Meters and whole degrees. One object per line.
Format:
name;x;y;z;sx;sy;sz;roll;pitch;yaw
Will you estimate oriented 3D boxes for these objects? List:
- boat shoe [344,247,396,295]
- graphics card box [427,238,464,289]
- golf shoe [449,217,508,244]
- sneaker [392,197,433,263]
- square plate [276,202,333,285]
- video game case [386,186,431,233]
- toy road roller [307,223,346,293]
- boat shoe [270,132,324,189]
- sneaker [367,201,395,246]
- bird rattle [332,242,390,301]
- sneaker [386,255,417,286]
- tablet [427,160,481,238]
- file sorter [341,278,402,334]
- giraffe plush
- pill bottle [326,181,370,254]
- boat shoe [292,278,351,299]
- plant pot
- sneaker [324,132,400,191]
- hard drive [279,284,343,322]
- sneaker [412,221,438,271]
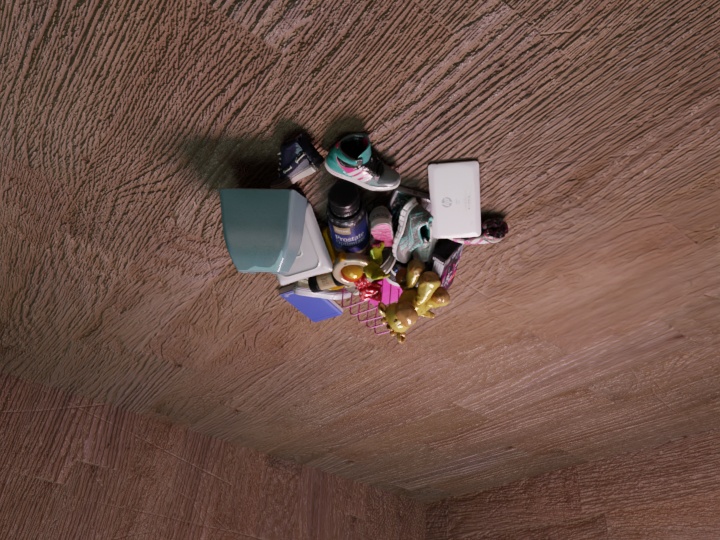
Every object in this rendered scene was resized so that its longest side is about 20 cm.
boat shoe;0.026;-0.003;1.853;0.059;0.074;0.201;26;124;-39
graphics card box;0.235;-0.003;1.780;0.050;0.125;0.204;29;139;20
golf shoe;0.297;-0.100;1.693;0.193;0.075;0.092;5;161;-11
sneaker;0.141;-0.088;1.646;0.090;0.077;0.204;34;141;24
square plate;-0.190;-0.068;1.760;0.195;0.028;0.204;-14;104;28
video game case;0.149;-0.142;1.712;0.176;0.024;0.201;13;146;-11
toy road roller;-0.096;-0.043;1.829;0.120;0.146;0.206;-14;104;28
boat shoe;-0.177;-0.268;1.547;0.197;0.075;0.094;-21;115;42
sneaker;0.057;-0.123;1.676;0.071;0.091;0.200;-4;164;4
bird rattle;0.000;0.000;1.713;0.157;0.116;0.201;12;154;-10
sneaker;0.180;0.011;1.881;0.193;0.075;0.113;11;144;-8
tablet;0.239;-0.176;1.583;0.125;0.014;0.206;-2;119;11
file sorter;0.046;0.097;1.976;0.136;0.129;0.199;-19;139;32
giraffe plush;0.129;0.098;1.731;0.172;0.162;0.202;40;146;14
pill bottle;-0.034;-0.137;1.664;0.108;0.115;0.202;0;146;8
boat shoe;-0.118;0.051;1.987;0.193;0.064;0.072;5;-167;-22
plant pot;-0.247;-0.095;1.609;0.189;0.208;0.196;1;178;6
sneaker;0.018;-0.266;1.503;0.193;0.086;0.121;14;155;-10
hard drive;-0.165;0.106;2.108;0.129;0.026;0.200;-17;140;29
sneaker;0.181;-0.060;1.735;0.072;0.083;0.203;4;145;6
